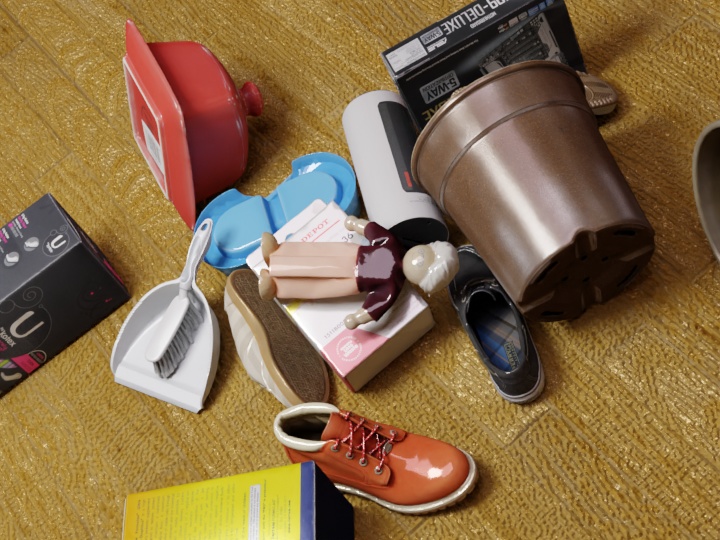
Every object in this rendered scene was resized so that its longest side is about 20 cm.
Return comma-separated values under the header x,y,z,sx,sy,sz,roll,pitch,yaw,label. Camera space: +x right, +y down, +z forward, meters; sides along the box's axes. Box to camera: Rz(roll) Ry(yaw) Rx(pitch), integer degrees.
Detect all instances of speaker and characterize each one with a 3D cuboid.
x,y,z,sx,sy,sz,roll,pitch,yaw,label
0.037,-0.103,1.513,0.081,0.081,0.200,-22,51,9,speaker

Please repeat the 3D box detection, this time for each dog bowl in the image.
x,y,z,sx,sy,sz,roll,pitch,yaw,label
-0.090,-0.056,1.556,0.200,0.050,0.112,-25,51,7,dog bowl

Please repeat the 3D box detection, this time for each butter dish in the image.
x,y,z,sx,sy,sz,roll,pitch,yaw,label
-0.186,-0.186,1.624,0.148,0.200,0.200,-18,50,-18,butter dish

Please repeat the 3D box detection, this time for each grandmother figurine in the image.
x,y,z,sx,sy,sz,roll,pitch,yaw,label
0.000,0.000,1.372,0.200,0.061,0.121,-3,79,12,grandmother figurine

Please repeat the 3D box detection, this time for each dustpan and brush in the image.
x,y,z,sx,sy,sz,roll,pitch,yaw,label
-0.197,0.041,1.512,0.139,0.057,0.200,16,74,32,dustpan and brush

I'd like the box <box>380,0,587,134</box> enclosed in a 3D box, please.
x,y,z,sx,sy,sz,roll,pitch,yaw,label
0.139,-0.222,1.500,0.200,0.158,0.050,-29,51,2,box

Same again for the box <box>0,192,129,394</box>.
x,y,z,sx,sy,sz,roll,pitch,yaw,label
-0.391,0.030,1.583,0.200,0.122,0.106,-38,51,-4,box

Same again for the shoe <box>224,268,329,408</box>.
x,y,z,sx,sy,sz,roll,pitch,yaw,label
-0.093,0.084,1.465,0.200,0.070,0.053,58,133,35,shoe

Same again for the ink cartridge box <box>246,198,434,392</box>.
x,y,z,sx,sy,sz,roll,pitch,yaw,label
-0.030,0.013,1.438,0.116,0.068,0.200,-40,68,-5,ink cartridge box

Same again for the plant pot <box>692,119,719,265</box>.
x,y,z,sx,sy,sz,roll,pitch,yaw,label
0.433,-0.072,1.265,0.173,0.200,0.200,-22,50,-12,plant pot

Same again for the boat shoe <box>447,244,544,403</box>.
x,y,z,sx,sy,sz,roll,pitch,yaw,label
0.128,0.042,1.382,0.070,0.066,0.200,-22,52,8,boat shoe

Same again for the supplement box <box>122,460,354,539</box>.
x,y,z,sx,sy,sz,roll,pitch,yaw,label
-0.116,0.268,1.308,0.200,0.109,0.110,-13,54,16,supplement box

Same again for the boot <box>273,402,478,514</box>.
x,y,z,sx,sy,sz,roll,pitch,yaw,label
0.011,0.177,1.318,0.200,0.107,0.075,4,58,24,boot

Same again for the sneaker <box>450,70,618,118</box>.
x,y,z,sx,sy,sz,roll,pitch,yaw,label
0.181,-0.154,1.500,0.200,0.109,0.070,-9,45,-20,sneaker

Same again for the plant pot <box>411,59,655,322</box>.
x,y,z,sx,sy,sz,roll,pitch,yaw,label
0.182,-0.070,1.365,0.200,0.200,0.198,-30,58,2,plant pot
